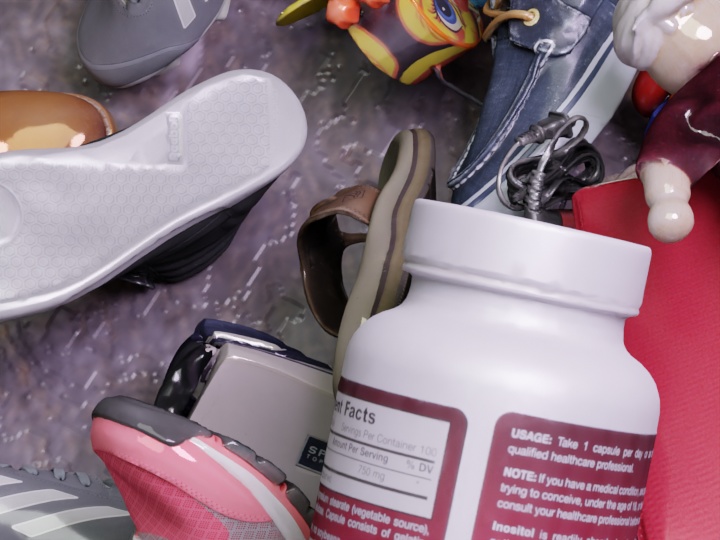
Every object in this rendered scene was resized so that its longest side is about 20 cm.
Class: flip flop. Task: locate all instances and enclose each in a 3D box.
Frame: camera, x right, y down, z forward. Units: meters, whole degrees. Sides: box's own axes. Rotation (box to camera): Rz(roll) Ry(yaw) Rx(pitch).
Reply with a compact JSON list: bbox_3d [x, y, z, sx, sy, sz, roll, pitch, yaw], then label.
[{"bbox_3d":[0.000,0.000,1.187,0.057,0.082,0.200,1,25,8],"label":"flip flop"}]

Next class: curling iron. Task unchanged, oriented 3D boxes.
[{"bbox_3d":[0.134,-0.024,1.187,0.025,0.199,0.050,10,88,53],"label":"curling iron"}]

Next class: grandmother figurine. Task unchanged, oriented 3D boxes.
[{"bbox_3d":[0.151,-0.037,1.063,0.121,0.061,0.200,-12,54,-29],"label":"grandmother figurine"}]

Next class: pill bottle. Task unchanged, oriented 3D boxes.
[{"bbox_3d":[0.041,0.082,1.023,0.112,0.113,0.201,12,91,13],"label":"pill bottle"}]

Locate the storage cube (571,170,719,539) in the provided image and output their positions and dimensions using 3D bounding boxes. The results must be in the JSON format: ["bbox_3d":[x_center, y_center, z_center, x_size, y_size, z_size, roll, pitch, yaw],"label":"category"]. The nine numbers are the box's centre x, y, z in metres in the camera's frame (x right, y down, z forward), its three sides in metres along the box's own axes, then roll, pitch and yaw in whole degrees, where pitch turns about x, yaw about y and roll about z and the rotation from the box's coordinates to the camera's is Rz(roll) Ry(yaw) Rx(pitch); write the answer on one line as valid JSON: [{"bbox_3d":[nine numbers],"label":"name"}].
[{"bbox_3d":[0.186,0.067,1.130,0.199,0.171,0.181,-12,63,3],"label":"storage cube"}]

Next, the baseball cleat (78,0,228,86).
[{"bbox_3d":[-0.079,-0.161,1.253,0.200,0.106,0.070,-47,48,27],"label":"baseball cleat"}]

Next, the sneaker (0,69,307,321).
[{"bbox_3d":[-0.118,-0.013,1.241,0.199,0.099,0.071,-25,76,-21],"label":"sneaker"}]

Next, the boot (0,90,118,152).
[{"bbox_3d":[-0.210,-0.063,1.253,0.199,0.155,0.074,-12,64,3],"label":"boot"}]

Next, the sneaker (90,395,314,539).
[{"bbox_3d":[-0.050,0.133,1.121,0.074,0.200,0.087,13,55,50],"label":"sneaker"}]

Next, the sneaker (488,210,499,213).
[{"bbox_3d":[0.041,0.081,1.132,0.072,0.085,0.201,0,78,-31],"label":"sneaker"}]

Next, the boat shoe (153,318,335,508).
[{"bbox_3d":[0.008,0.076,1.207,0.199,0.093,0.075,28,98,-12],"label":"boat shoe"}]

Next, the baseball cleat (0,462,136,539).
[{"bbox_3d":[-0.120,0.105,1.223,0.199,0.070,0.107,32,63,13],"label":"baseball cleat"}]

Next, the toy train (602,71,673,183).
[{"bbox_3d":[0.152,-0.082,1.216,0.085,0.116,0.200,39,63,22],"label":"toy train"}]

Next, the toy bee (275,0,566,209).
[{"bbox_3d":[0.027,-0.127,1.264,0.131,0.108,0.200,-49,54,16],"label":"toy bee"}]

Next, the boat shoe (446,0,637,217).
[{"bbox_3d":[0.072,-0.110,1.209,0.091,0.071,0.201,38,70,-11],"label":"boat shoe"}]
